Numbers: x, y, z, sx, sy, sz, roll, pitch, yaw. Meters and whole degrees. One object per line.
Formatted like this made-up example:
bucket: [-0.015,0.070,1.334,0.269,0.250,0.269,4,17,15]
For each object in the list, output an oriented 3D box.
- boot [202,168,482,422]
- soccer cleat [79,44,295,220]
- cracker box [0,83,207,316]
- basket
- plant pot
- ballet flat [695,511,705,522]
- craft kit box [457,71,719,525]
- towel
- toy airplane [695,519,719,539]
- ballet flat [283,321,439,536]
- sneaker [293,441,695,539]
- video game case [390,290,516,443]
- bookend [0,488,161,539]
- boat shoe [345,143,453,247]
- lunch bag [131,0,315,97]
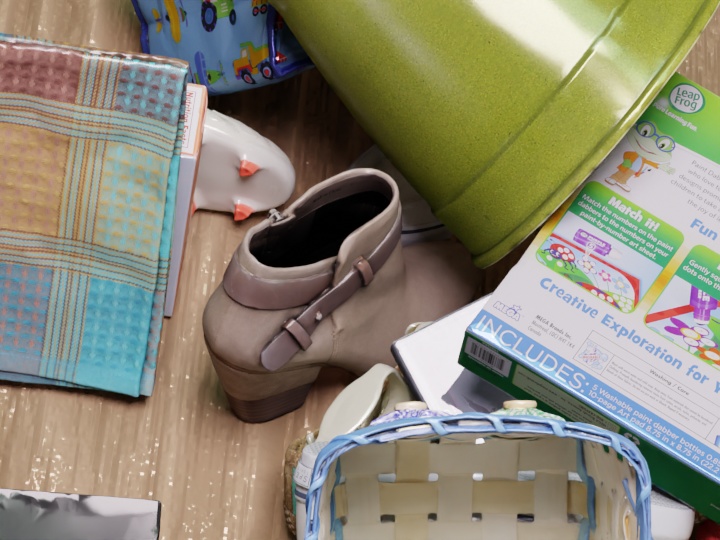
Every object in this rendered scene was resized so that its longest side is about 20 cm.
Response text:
boot: [0.000,0.000,1.491,0.200,0.146,0.070,-34,64,-31]
soccer cleat: [-0.128,-0.088,1.591,0.199,0.069,0.078,16,47,6]
cracker box: [-0.188,-0.051,1.504,0.199,0.134,0.058,10,49,-4]
basket: [0.049,0.133,1.256,0.176,0.140,0.200,-2,14,-5]
plant pot: [0.054,-0.140,1.471,0.193,0.200,0.201,40,53,-5]
ballet flat: [0.151,0.044,1.524,0.065,0.071,0.200,4,50,-15]
craft kit box: [0.183,0.019,1.419,0.200,0.049,0.198,32,64,12]
towel: [-0.168,-0.027,1.451,0.146,0.200,0.022,8,30,-4]
toy airplane: [0.188,0.221,1.354,0.200,0.141,0.199,-33,65,-31]
ballet flat: [0.032,0.068,1.489,0.070,0.065,0.200,15,43,36]
sneaker: [0.064,0.128,1.397,0.199,0.071,0.073,6,11,-3]
video game case: [0.136,0.057,1.457,0.200,0.019,0.143,-26,77,-11]
bookend: [-0.101,0.193,1.303,0.198,0.092,0.201,4,76,-6]
boat shoe: [0.069,-0.082,1.609,0.202,0.086,0.075,-27,61,-28]
lunch bag: [-0.013,-0.165,1.623,0.200,0.150,0.094,-16,96,-32]
